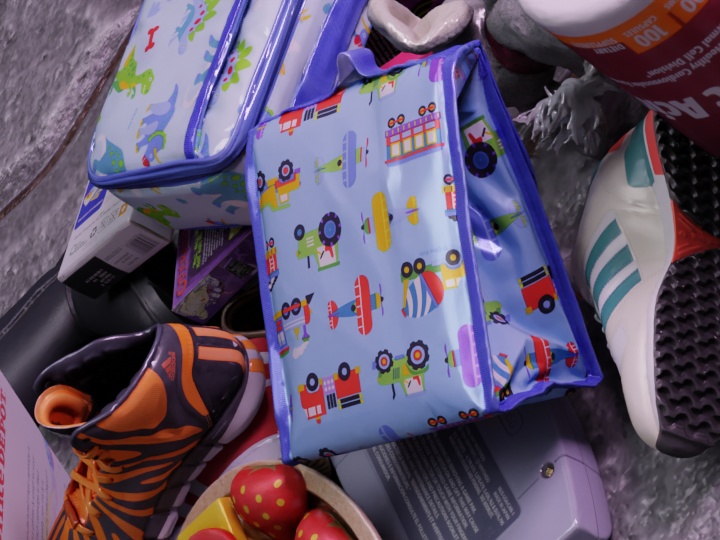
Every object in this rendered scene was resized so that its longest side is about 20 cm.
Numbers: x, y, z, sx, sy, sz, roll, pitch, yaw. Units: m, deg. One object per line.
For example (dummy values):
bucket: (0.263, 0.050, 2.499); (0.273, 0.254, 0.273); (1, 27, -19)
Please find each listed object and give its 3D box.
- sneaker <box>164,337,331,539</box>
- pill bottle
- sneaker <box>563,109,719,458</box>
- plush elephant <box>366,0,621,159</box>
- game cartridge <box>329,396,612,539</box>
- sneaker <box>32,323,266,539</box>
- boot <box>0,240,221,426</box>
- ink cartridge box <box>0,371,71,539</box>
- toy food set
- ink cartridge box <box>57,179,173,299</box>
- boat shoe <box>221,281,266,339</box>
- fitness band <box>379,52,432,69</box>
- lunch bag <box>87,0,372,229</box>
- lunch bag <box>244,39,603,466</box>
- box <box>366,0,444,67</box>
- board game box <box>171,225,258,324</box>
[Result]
sneaker: (-0.102, 0.120, 1.225); (0.200, 0.071, 0.113); (-40, 52, 29)
pill bottle: (0.175, -0.120, 0.982); (0.114, 0.200, 0.114); (-29, 46, 35)
sneaker: (0.147, 0.013, 1.046); (0.093, 0.070, 0.200); (-39, 40, 49)
plush elephant: (0.102, -0.144, 1.113); (0.155, 0.165, 0.200); (0, 58, 57)
game cartridge: (0.056, 0.107, 1.102); (0.133, 0.042, 0.200); (-43, 39, 14)
sneaker: (-0.148, 0.104, 1.145); (0.078, 0.112, 0.200); (46, 109, 39)
boot: (-0.184, 0.051, 1.381); (0.168, 0.076, 0.200); (-50, 32, 7)
ink cartridge box: (-0.227, 0.166, 1.240); (0.085, 0.200, 0.145); (-12, 50, 6)
toy food set: (-0.048, 0.202, 1.096); (0.198, 0.049, 0.200); (-45, 60, 35)
ink cartridge box: (-0.137, -0.085, 1.331); (0.095, 0.037, 0.200); (-34, 37, 47)
boat shoe: (0.000, 0.005, 1.202); (0.202, 0.075, 0.075); (-33, 44, 30)
fitness band: (0.046, -0.175, 1.255); (0.200, 0.037, 0.144); (-38, 40, 24)
lunch bag: (-0.069, -0.126, 1.203); (0.161, 0.082, 0.200); (0, 63, 49)
lunch bag: (0.015, -0.016, 1.055); (0.151, 0.094, 0.200); (-18, 85, 42)
box: (0.011, -0.155, 1.334); (0.200, 0.036, 0.143); (-48, 39, 17)
board game box: (-0.071, -0.078, 1.278); (0.120, 0.032, 0.200); (-38, 37, 37)
